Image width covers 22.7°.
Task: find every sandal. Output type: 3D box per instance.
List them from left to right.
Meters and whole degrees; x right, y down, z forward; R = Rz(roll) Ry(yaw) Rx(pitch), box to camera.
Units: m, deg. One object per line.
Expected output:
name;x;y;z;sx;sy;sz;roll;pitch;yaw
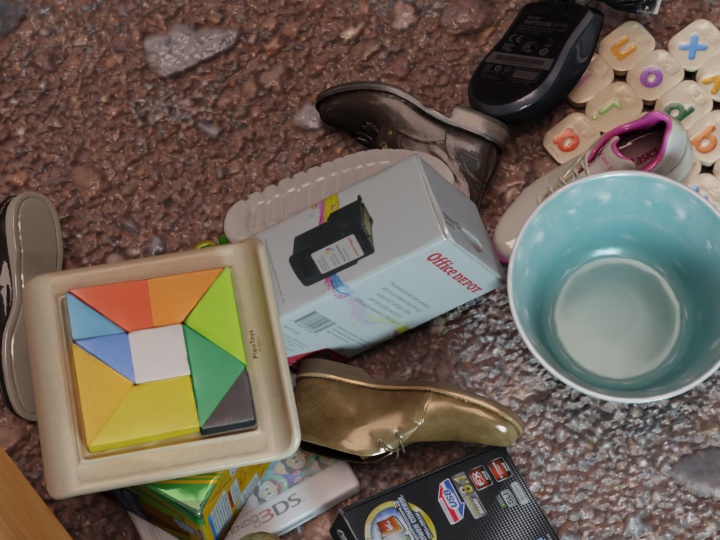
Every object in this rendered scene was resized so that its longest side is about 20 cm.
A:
sandal;-0.018;-0.055;1.545;0.202;0.050;0.083;-13;47;-2

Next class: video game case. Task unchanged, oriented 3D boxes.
video game case;-0.125;0.145;1.522;0.181;0.024;0.200;-28;67;-9

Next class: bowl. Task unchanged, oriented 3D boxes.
bowl;0.219;0.028;1.506;0.200;0.105;0.202;0;70;1

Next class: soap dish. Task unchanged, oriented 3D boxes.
soap dish;-0.286;0.229;1.428;0.081;0.158;0.200;-31;67;-28

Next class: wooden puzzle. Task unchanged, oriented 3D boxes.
wooden puzzle;-0.158;0.071;1.389;0.199;0.037;0.186;-11;67;-3

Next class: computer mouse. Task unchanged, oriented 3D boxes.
computer mouse;0.176;-0.197;1.632;0.138;0.053;0.200;19;60;40

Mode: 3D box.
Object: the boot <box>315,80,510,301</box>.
boot;0.031;-0.068;1.587;0.199;0.069;0.175;14;76;17

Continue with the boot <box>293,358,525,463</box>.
boot;0.035;0.130;1.476;0.199;0.074;0.076;8;61;16

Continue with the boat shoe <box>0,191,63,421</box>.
boat shoe;-0.298;0.033;1.560;0.060;0.074;0.201;-14;79;41

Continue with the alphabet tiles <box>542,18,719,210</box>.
alphabet tiles;0.274;-0.132;1.622;0.195;0.015;0.200;-38;69;-6

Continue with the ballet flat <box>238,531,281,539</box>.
ballet flat;-0.026;0.281;1.435;0.200;0.071;0.071;39;73;8

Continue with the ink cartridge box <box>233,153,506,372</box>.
ink cartridge box;0.000;0.000;1.478;0.199;0.146;0.083;-26;66;16

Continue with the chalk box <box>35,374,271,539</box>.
chalk box;-0.179;0.121;1.456;0.199;0.125;0.124;25;69;14

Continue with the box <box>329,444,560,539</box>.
box;0.091;0.254;1.426;0.160;0.044;0.201;-19;65;-26

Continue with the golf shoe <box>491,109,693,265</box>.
golf shoe;0.196;-0.077;1.558;0.200;0.092;0.075;-34;70;0

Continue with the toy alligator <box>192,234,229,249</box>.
toy alligator;-0.133;0.007;1.570;0.199;0.059;0.054;-23;107;-7
